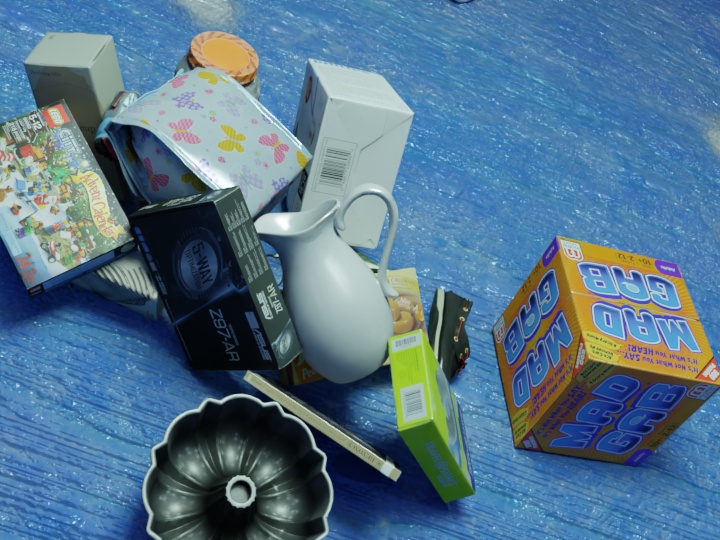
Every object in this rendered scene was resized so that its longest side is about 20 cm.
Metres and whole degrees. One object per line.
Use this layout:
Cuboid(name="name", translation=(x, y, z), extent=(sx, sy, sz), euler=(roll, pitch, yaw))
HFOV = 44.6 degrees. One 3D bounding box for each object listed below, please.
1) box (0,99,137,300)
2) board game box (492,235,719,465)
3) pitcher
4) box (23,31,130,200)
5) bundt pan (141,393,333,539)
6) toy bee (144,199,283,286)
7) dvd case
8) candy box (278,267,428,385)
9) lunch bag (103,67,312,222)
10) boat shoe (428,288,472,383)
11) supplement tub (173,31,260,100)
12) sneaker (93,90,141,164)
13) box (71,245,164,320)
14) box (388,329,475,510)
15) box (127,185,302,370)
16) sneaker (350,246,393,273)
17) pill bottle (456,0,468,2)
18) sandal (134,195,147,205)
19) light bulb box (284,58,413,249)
Cuboid(name="box", translation=(-0.364, -0.086, 1.021), extent=(0.135, 0.038, 0.202), euler=(-27, 77, -21))
Cuboid(name="board game box", translation=(0.320, 0.112, 1.182), extent=(0.195, 0.202, 0.203), euler=(11, 46, -16))
Cuboid(name="pitcher", translation=(-0.015, 0.013, 1.000), extent=(0.168, 0.204, 0.122), euler=(-19, 18, 12))
Cuboid(name="box", translation=(-0.352, -0.196, 1.132), extent=(0.092, 0.203, 0.079), euler=(4, 43, 8))
Cuboid(name="bundt pan", translation=(-0.132, 0.238, 0.914), extent=(0.197, 0.076, 0.207), euler=(9, 63, -17))
Cuboid(name="toy bee", translation=(-0.193, -0.039, 1.156), extent=(0.130, 0.109, 0.202), euler=(-34, 90, -2))
Cuboid(name="dvd case", translation=(-0.040, 0.177, 1.006), extent=(0.197, 0.149, 0.016), euler=(32, 83, 6))
Cuboid(name="candy box", translation=(-0.014, 0.070, 1.119), extent=(0.196, 0.055, 0.118), euler=(-9, 85, -25))
Cuboid(name="lunch bag", translation=(-0.187, -0.139, 1.066), extent=(0.200, 0.127, 0.170), euler=(44, 44, -3))
Cuboid(name="boat shoe", translation=(0.120, 0.104, 1.185), extent=(0.062, 0.075, 0.203), euler=(15, 40, 0))
Cuboid(name="supplement tub", translation=(-0.211, -0.223, 1.237), extent=(0.120, 0.202, 0.124), euler=(13, 44, -13))
Cuboid(name="sneaker", translation=(-0.266, -0.170, 1.140), extent=(0.077, 0.200, 0.098), euler=(9, 80, 13))
Cuboid(name="box", translation=(-0.324, -0.018, 1.070), extent=(0.196, 0.082, 0.070), euler=(23, 66, -2))
Cuboid(name="box", translation=(0.086, 0.178, 1.022), extent=(0.047, 0.201, 0.124), euler=(-16, 47, 13))
Cuboid(name="box", translation=(-0.165, 0.015, 0.992), extent=(0.043, 0.158, 0.204), euler=(-37, 115, -45))
Cuboid(name="sneaker", translation=(0.000, 0.000, 1.235), extent=(0.197, 0.078, 0.089), euler=(30, 26, -4))
Cuboid(name="pill bottle", translation=(0.188, -0.694, 1.932), extent=(0.111, 0.114, 0.201), euler=(-20, 60, -38))
Cuboid(name="sandal", translation=(-0.211, -0.088, 1.217), extent=(0.198, 0.082, 0.051), euler=(-2, 92, -18))
Cuboid(name="light bulb box", translation=(-0.027, -0.168, 1.240), extent=(0.122, 0.202, 0.201), euler=(9, 23, -17))
